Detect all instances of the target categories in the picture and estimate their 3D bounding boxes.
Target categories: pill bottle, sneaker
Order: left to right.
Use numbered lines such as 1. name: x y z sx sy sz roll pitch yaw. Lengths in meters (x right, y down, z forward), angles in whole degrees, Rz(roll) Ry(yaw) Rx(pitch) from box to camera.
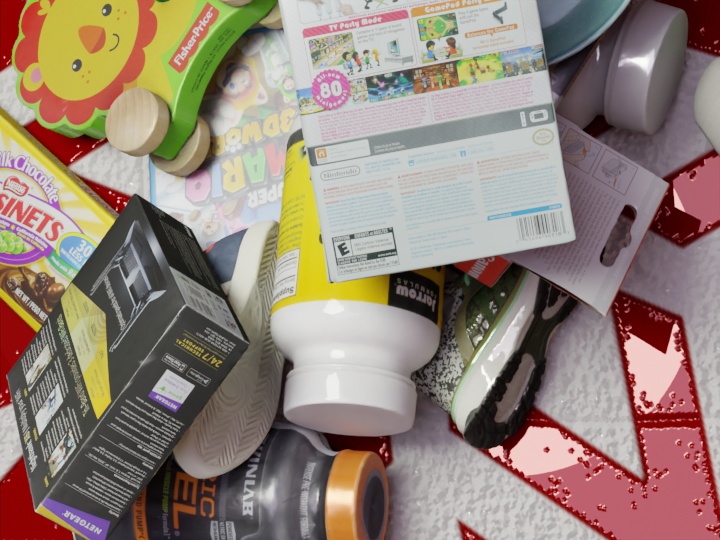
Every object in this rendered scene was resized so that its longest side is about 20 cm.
1. sneaker: -0.099 0.056 1.232 0.084 0.075 0.201 -13 39 31
2. pill bottle: -0.084 0.153 1.242 0.198 0.106 0.107 0 82 18
3. pill bottle: 0.000 0.000 1.216 0.111 0.112 0.202 -2 71 19
4. sneaker: 0.091 0.011 1.226 0.088 0.077 0.201 26 87 32
5. pill bottle: 0.106 -0.153 1.219 0.199 0.111 0.112 17 88 21

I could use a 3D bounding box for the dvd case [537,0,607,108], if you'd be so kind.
1. dvd case: 0.106 -0.213 1.151 0.148 0.016 0.201 34 89 6

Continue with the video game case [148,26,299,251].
1. video game case: -0.083 -0.070 1.322 0.142 0.018 0.202 -6 80 17

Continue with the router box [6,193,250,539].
1. router box: -0.153 0.057 1.187 0.158 0.052 0.200 -53 25 9

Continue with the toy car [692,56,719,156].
1. toy car: 0.301 -0.103 1.123 0.175 0.150 0.201 -36 72 11

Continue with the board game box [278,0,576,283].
1. board game box: 0.036 -0.106 1.076 0.146 0.064 0.202 -9 97 6

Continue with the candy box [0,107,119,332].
1. candy box: -0.238 -0.029 1.358 0.200 0.026 0.103 40 97 24

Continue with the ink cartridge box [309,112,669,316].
1. ink cartridge box: 0.080 -0.056 1.162 0.199 0.050 0.109 31 66 -1

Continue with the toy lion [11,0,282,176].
1. toy lion: -0.158 -0.176 1.327 0.192 0.068 0.201 42 101 33

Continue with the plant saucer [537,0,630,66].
1. plant saucer: 0.079 -0.213 1.127 0.198 0.036 0.202 0 85 5
